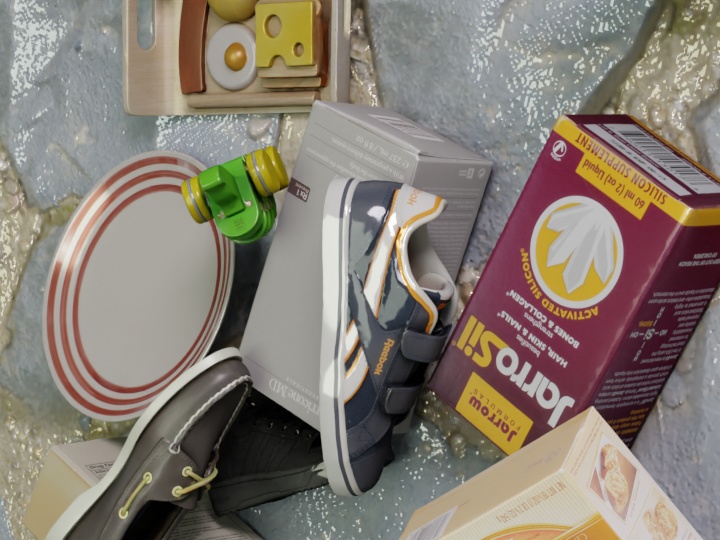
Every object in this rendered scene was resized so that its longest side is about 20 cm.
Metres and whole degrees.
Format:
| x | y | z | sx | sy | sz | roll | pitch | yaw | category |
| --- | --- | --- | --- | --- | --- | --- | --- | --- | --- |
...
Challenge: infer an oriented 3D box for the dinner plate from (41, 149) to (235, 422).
| x | y | z | sx | sy | sz | roll | pitch | yaw | category |
| --- | --- | --- | --- | --- | --- | --- | --- | --- | --- |
| -0.156 | 0.012 | 1.680 | 0.199 | 0.024 | 0.202 | -18 | 63 | 39 | dinner plate |

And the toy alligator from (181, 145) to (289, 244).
| x | y | z | sx | sy | sz | roll | pitch | yaw | category |
| --- | --- | --- | --- | --- | --- | --- | --- | --- | --- |
| -0.074 | -0.048 | 1.548 | 0.059 | 0.200 | 0.055 | -22 | 93 | 8 | toy alligator |

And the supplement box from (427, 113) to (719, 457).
| x | y | z | sx | sy | sz | roll | pitch | yaw | category |
| --- | --- | --- | --- | --- | --- | --- | --- | --- | --- |
| 0.139 | 0.017 | 1.424 | 0.110 | 0.085 | 0.201 | 39 | 115 | 31 | supplement box |

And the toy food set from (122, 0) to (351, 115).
| x | y | z | sx | sy | sz | roll | pitch | yaw | category |
| --- | --- | --- | --- | --- | --- | --- | --- | --- | --- |
| -0.087 | -0.181 | 1.616 | 0.199 | 0.060 | 0.145 | 2 | 93 | 39 | toy food set |

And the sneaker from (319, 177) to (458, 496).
| x | y | z | sx | sy | sz | roll | pitch | yaw | category |
| --- | --- | --- | --- | --- | --- | --- | --- | --- | --- |
| 0.018 | 0.045 | 1.441 | 0.079 | 0.078 | 0.202 | 3 | 103 | 12 | sneaker |

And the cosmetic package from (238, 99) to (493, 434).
| x | y | z | sx | sy | sz | roll | pitch | yaw | category |
| --- | --- | --- | --- | --- | --- | --- | --- | --- | --- |
| 0.000 | 0.000 | 1.536 | 0.106 | 0.090 | 0.201 | 27 | 105 | 38 | cosmetic package |

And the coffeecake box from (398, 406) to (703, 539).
| x | y | z | sx | sy | sz | roll | pitch | yaw | category |
| --- | --- | --- | --- | --- | --- | --- | --- | --- | --- |
| 0.136 | 0.205 | 1.388 | 0.153 | 0.073 | 0.200 | -34 | 101 | 34 | coffeecake box |

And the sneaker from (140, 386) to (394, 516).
| x | y | z | sx | sy | sz | roll | pitch | yaw | category |
| --- | --- | --- | --- | --- | --- | --- | --- | --- | --- |
| -0.066 | 0.107 | 1.611 | 0.199 | 0.060 | 0.105 | -21 | 82 | 42 | sneaker |

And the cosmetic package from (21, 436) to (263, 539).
| x | y | z | sx | sy | sz | roll | pitch | yaw | category |
| --- | --- | --- | --- | --- | --- | --- | --- | --- | --- |
| -0.136 | 0.203 | 1.645 | 0.200 | 0.105 | 0.071 | 39 | 115 | 33 | cosmetic package |

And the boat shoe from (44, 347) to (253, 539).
| x | y | z | sx | sy | sz | roll | pitch | yaw | category |
| --- | --- | --- | --- | --- | --- | --- | --- | --- | --- |
| -0.130 | 0.140 | 1.552 | 0.061 | 0.072 | 0.202 | 48 | 110 | 25 | boat shoe |
